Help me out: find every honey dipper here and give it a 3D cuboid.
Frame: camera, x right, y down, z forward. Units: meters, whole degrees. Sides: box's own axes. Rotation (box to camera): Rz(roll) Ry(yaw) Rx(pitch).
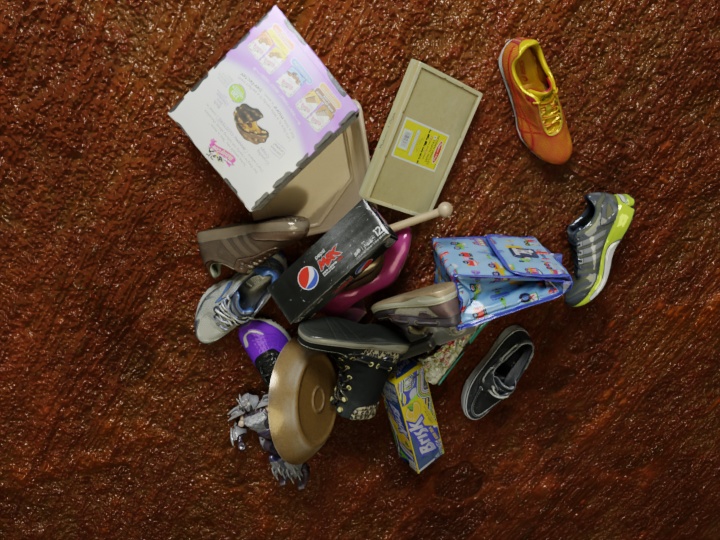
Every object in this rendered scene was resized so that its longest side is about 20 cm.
[{"bbox_3d":[0.047,-0.066,0.826,0.196,0.038,0.039,-19,115,24],"label":"honey dipper"}]

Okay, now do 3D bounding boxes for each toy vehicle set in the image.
[{"bbox_3d":[0.088,-0.185,0.795,0.122,0.027,0.204,13,109,-32],"label":"toy vehicle set"}]

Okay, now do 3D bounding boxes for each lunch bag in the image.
[{"bbox_3d":[0.223,0.004,0.848,0.194,0.151,0.097,-9,114,-3],"label":"lunch bag"}]

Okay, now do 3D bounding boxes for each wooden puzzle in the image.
[{"bbox_3d":[-0.080,-0.146,0.817,0.194,0.037,0.190,-9,114,3],"label":"wooden puzzle"}]

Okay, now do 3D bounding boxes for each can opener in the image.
[{"bbox_3d":[0.108,0.104,0.925,0.197,0.067,0.054,-24,111,27],"label":"can opener"}]

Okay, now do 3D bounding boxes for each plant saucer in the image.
[{"bbox_3d":[-0.081,0.208,0.876,0.034,0.201,0.205,-3,117,23],"label":"plant saucer"}]

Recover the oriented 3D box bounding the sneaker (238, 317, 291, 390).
[{"bbox_3d":[-0.133,0.171,0.903,0.069,0.100,0.202,-30,115,12],"label":"sneaker"}]

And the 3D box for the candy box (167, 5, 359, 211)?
[{"bbox_3d":[-0.126,-0.210,0.731,0.199,0.072,0.169,-41,96,5],"label":"candy box"}]

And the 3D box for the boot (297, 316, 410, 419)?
[{"bbox_3d":[-0.025,0.161,0.855,0.199,0.073,0.157,10,110,-34],"label":"boot"}]

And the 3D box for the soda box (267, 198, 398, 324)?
[{"bbox_3d":[-0.041,-0.010,0.802,0.199,0.063,0.071,-41,76,10],"label":"soda box"}]

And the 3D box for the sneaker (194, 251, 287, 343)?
[{"bbox_3d":[-0.198,0.049,0.855,0.077,0.086,0.200,41,104,-20],"label":"sneaker"}]

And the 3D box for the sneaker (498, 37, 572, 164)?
[{"bbox_3d":[0.261,-0.238,0.792,0.072,0.078,0.202,-33,114,7],"label":"sneaker"}]

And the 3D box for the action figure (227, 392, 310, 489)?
[{"bbox_3d":[-0.162,0.297,0.968,0.128,0.070,0.203,-18,112,28],"label":"action figure"}]

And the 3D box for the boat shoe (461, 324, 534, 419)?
[{"bbox_3d":[0.250,0.199,0.979,0.070,0.068,0.203,25,108,-16],"label":"boat shoe"}]

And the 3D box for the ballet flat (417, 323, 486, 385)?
[{"bbox_3d":[0.169,0.110,0.937,0.064,0.075,0.201,40,100,14],"label":"ballet flat"}]

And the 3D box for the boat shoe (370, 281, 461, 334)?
[{"bbox_3d":[0.080,0.065,0.819,0.071,0.199,0.067,-17,88,-32],"label":"boat shoe"}]

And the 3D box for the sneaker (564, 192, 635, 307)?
[{"bbox_3d":[0.376,-0.038,0.901,0.079,0.074,0.205,15,105,-3],"label":"sneaker"}]

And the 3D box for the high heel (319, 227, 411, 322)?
[{"bbox_3d":[0.000,0.000,0.864,0.094,0.068,0.202,23,112,-26],"label":"high heel"}]

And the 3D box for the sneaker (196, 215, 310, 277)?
[{"bbox_3d":[-0.155,-0.035,0.806,0.195,0.070,0.078,-4,102,28],"label":"sneaker"}]

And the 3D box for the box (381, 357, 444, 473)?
[{"bbox_3d":[0.091,0.259,0.977,0.069,0.064,0.205,-27,117,-25],"label":"box"}]
